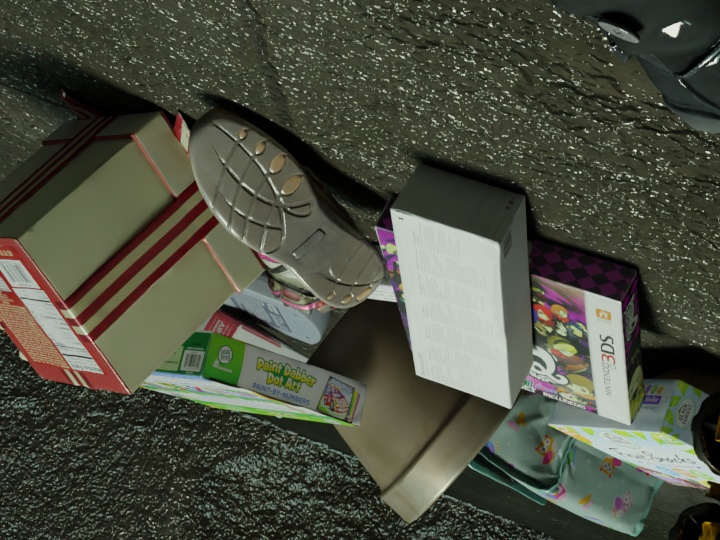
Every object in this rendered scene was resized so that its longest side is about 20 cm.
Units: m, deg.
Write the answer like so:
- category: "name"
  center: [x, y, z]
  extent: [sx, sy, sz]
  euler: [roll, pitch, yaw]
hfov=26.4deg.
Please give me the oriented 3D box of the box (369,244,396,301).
- category: "box"
  center: [0.000, 0.000, 1.358]
  extent: [0.039, 0.041, 0.200]
  euler: [30, 167, -33]

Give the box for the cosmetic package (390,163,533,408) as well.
- category: "cosmetic package"
  center: [0.077, 0.014, 1.100]
  extent: [0.082, 0.051, 0.200]
  euler: [18, 147, 20]

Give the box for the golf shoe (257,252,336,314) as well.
- category: "golf shoe"
  center: [-0.090, -0.040, 1.324]
  extent: [0.200, 0.073, 0.092]
  euler: [23, 136, 33]

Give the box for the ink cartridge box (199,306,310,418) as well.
- category: "ink cartridge box"
  center: [-0.178, 0.082, 1.841]
  extent: [0.200, 0.083, 0.145]
  euler: [29, 179, 42]

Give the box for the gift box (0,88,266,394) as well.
- category: "gift box"
  center: [-0.206, -0.034, 1.241]
  extent: [0.184, 0.187, 0.200]
  euler: [8, 134, 48]

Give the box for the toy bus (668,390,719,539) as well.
- category: "toy bus"
  center: [0.343, 0.174, 1.127]
  extent: [0.192, 0.200, 0.136]
  euler: [17, 170, -10]

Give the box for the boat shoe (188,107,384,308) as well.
- category: "boat shoe"
  center: [-0.061, -0.051, 1.163]
  extent: [0.200, 0.076, 0.072]
  euler: [49, -171, -33]

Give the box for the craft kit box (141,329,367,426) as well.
- category: "craft kit box"
  center: [-0.131, 0.092, 1.373]
  extent: [0.200, 0.049, 0.197]
  euler: [2, 163, 43]

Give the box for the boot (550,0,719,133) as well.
- category: "boot"
  center: [0.118, -0.119, 0.564]
  extent: [0.200, 0.066, 0.165]
  euler: [35, 162, -31]

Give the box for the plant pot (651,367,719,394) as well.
- category: "plant pot"
  center: [0.339, 0.127, 1.315]
  extent: [0.200, 0.028, 0.200]
  euler: [23, 169, 5]

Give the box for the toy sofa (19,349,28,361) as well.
- category: "toy sofa"
  center: [-0.251, 0.001, 1.444]
  extent: [0.083, 0.200, 0.098]
  euler: [15, 172, 37]

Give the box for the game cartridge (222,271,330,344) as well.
- category: "game cartridge"
  center: [-0.100, 0.033, 1.705]
  extent: [0.133, 0.041, 0.200]
  euler: [25, 169, 10]

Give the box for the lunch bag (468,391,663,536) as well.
- category: "lunch bag"
  center: [0.195, 0.179, 1.601]
  extent: [0.170, 0.122, 0.200]
  euler: [30, 175, -42]

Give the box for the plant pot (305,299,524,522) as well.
- category: "plant pot"
  center: [0.043, 0.110, 1.464]
  extent: [0.173, 0.200, 0.200]
  euler: [38, 169, 3]

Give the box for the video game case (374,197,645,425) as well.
- category: "video game case"
  center: [0.119, 0.033, 1.185]
  extent: [0.200, 0.036, 0.181]
  euler: [18, 151, 23]

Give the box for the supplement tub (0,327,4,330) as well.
- category: "supplement tub"
  center: [-0.462, -0.006, 1.949]
  extent: [0.200, 0.145, 0.145]
  euler: [22, 168, 5]

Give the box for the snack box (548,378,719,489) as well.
- category: "snack box"
  center: [0.270, 0.142, 1.317]
  extent: [0.142, 0.053, 0.200]
  euler: [28, 168, -16]
